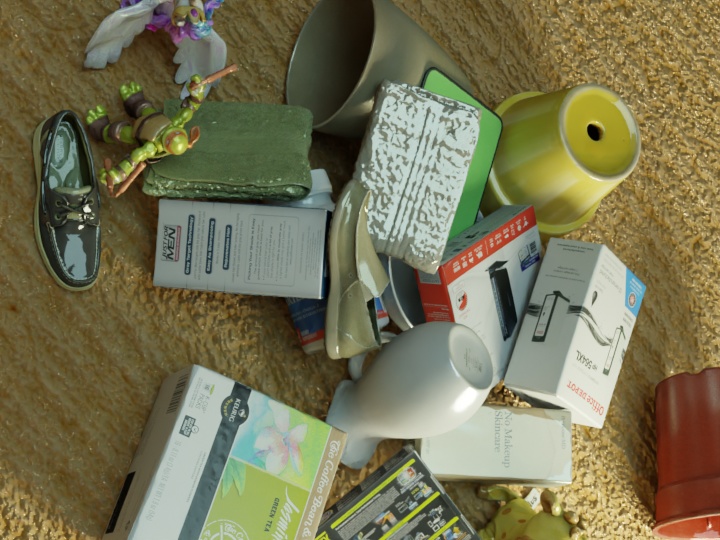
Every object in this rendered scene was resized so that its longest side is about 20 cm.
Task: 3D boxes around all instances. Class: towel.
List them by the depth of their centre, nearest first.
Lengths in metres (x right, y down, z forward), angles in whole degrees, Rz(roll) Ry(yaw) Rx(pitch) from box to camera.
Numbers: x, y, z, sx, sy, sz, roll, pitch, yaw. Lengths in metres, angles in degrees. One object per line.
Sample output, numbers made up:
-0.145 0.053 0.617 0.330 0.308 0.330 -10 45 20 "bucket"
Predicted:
0.056 -0.111 1.379 0.131 0.034 0.203 19 88 -3 "towel"
-0.153 -0.139 1.390 0.197 0.037 0.150 0 51 -1 "towel"

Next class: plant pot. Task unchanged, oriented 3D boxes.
0.039 -0.237 1.498 0.198 0.186 0.190 17 70 -34 "plant pot"
0.260 -0.153 1.565 0.198 0.189 0.204 7 74 -24 "plant pot"
0.476 0.242 1.584 0.198 0.201 0.198 9 66 -23 "plant pot"

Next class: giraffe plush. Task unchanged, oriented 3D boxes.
0.212 0.345 1.436 0.171 0.162 0.202 32 67 -15 "giraffe plush"

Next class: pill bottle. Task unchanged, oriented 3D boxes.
-0.048 -0.012 1.425 0.111 0.112 0.202 -18 85 -28 "pill bottle"

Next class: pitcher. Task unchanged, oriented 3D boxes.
0.053 0.119 1.380 0.121 0.199 0.173 32 43 -32 "pitcher"

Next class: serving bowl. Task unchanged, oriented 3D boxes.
0.081 -0.009 1.498 0.199 0.065 0.203 2 87 -45 "serving bowl"

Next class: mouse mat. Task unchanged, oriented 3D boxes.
0.105 -0.127 1.462 0.160 0.007 0.202 28 76 -42 "mouse mat"

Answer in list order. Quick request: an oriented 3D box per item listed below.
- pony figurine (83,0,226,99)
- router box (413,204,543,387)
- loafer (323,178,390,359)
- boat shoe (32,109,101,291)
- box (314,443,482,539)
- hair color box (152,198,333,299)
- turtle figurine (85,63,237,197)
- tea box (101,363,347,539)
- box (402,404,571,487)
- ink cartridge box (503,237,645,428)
-0.223 -0.312 1.387 0.165 0.193 0.202 8 55 -27 "pony figurine"
0.161 0.037 1.492 0.199 0.048 0.182 -32 115 -41 "router box"
0.000 0.000 1.323 0.067 0.076 0.203 5 103 7 "loafer"
-0.326 -0.081 1.332 0.071 0.066 0.204 -4 79 -26 "boat shoe"
0.030 0.327 1.378 0.199 0.044 0.161 -39 95 -4 "box"
-0.129 -0.024 1.350 0.197 0.060 0.102 4 88 11 "hair color box"
-0.228 -0.164 1.338 0.201 0.161 0.065 -51 133 -11 "turtle figurine"
-0.148 0.239 1.304 0.195 0.133 0.202 26 68 -19 "tea box"
0.156 0.214 1.470 0.197 0.078 0.096 4 76 -14 "box"
0.274 0.081 1.517 0.146 0.084 0.202 34 71 -48 "ink cartridge box"
